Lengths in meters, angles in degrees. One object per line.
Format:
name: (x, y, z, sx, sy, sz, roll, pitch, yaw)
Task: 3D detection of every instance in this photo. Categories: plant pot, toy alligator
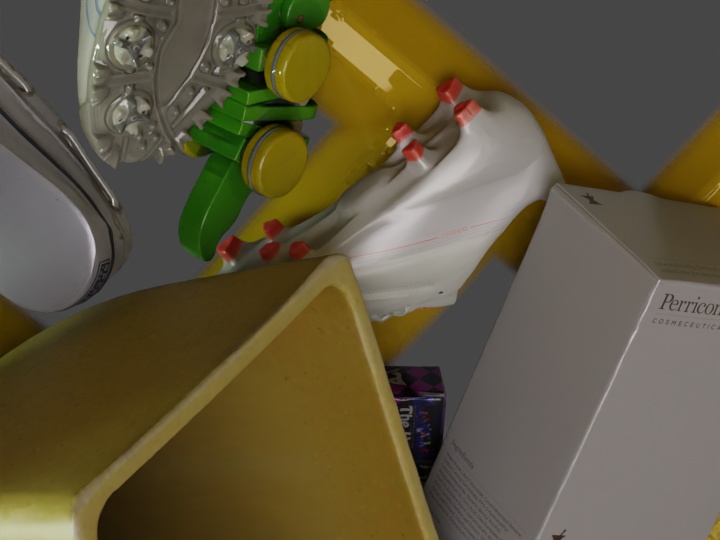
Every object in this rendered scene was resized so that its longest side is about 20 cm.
plant pot: (-0.105, 0.123, 0.956, 0.199, 0.195, 0.195, -1, 118, 35)
toy alligator: (-0.034, -0.100, 0.981, 0.054, 0.059, 0.201, -6, 116, -50)

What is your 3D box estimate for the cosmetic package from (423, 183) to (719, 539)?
cosmetic package: (0.104, 0.071, 1.027, 0.107, 0.085, 0.201, 4, 119, -36)

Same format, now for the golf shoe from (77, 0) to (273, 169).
golf shoe: (-0.084, -0.145, 0.940, 0.078, 0.097, 0.201, -1, 113, -41)

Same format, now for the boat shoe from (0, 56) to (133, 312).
boat shoe: (-0.171, -0.069, 0.975, 0.200, 0.066, 0.072, 42, 110, 3)

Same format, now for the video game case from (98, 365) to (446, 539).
video game case: (-0.056, 0.137, 1.090, 0.180, 0.036, 0.201, 1, 114, -4)

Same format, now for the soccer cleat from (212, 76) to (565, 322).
soccer cleat: (0.000, 0.000, 1.017, 0.199, 0.069, 0.078, -36, 116, 10)
